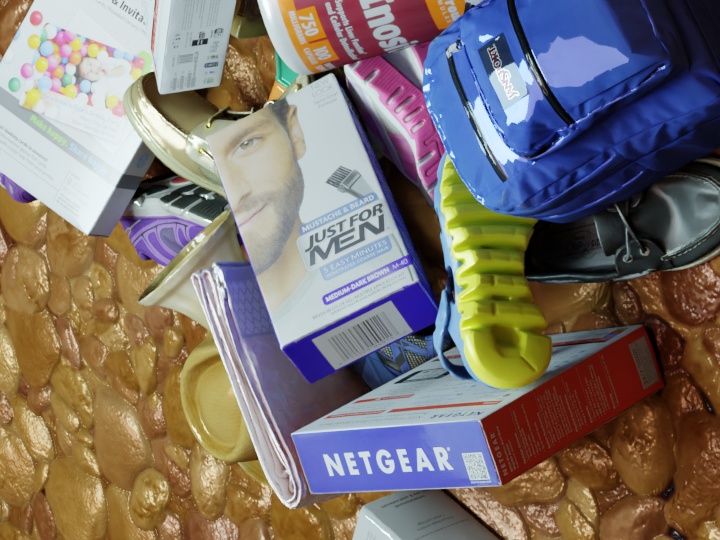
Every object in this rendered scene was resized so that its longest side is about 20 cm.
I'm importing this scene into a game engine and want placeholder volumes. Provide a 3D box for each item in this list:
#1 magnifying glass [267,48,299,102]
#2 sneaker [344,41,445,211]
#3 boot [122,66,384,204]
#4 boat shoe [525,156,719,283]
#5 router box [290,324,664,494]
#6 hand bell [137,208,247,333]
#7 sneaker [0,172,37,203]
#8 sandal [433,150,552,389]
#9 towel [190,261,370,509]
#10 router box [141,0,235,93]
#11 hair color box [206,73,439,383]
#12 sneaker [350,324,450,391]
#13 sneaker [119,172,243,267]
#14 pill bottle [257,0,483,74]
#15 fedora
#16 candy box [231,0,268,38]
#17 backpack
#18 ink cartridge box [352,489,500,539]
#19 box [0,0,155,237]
[{"bbox_3d":[-0.050,-0.163,1.717,0.080,0.022,0.200,36,133,16],"label":"magnifying glass"},{"bbox_3d":[0.056,-0.102,1.588,0.200,0.081,0.088,58,171,10],"label":"sneaker"},{"bbox_3d":[-0.078,-0.120,1.698,0.200,0.073,0.155,40,133,2],"label":"boot"},{"bbox_3d":[0.175,-0.029,1.483,0.199,0.066,0.075,-9,96,49],"label":"boat shoe"},{"bbox_3d":[0.081,0.099,1.540,0.200,0.179,0.049,-9,103,49],"label":"router box"},{"bbox_3d":[-0.068,0.057,1.715,0.200,0.104,0.104,45,138,-8],"label":"hand bell"},{"bbox_3d":[-0.252,-0.098,1.932,0.200,0.080,0.089,-35,83,46],"label":"sneaker"},{"bbox_3d":[0.081,-0.004,1.497,0.087,0.079,0.200,131,145,-61],"label":"sandal"},{"bbox_3d":[-0.034,0.079,1.658,0.032,0.200,0.191,-26,80,28],"label":"towel"},{"bbox_3d":[-0.136,-0.252,1.592,0.200,0.049,0.180,113,146,-70],"label":"router box"},{"bbox_3d":[-0.028,-0.032,1.557,0.109,0.065,0.200,-26,54,6],"label":"hair color box"},{"bbox_3d":[0.000,0.000,1.665,0.078,0.075,0.200,-28,109,28],"label":"sneaker"},{"bbox_3d":[-0.133,-0.037,1.834,0.200,0.081,0.084,5,119,56],"label":"sneaker"},{"bbox_3d":[0.034,-0.212,1.493,0.200,0.113,0.113,-15,91,15],"label":"pill bottle"},{"bbox_3d":[-0.091,0.098,1.805,0.200,0.082,0.201,17,114,43],"label":"fedora"},{"bbox_3d":[-0.128,-0.285,1.747,0.200,0.056,0.117,39,127,32],"label":"candy box"},{"bbox_3d":[0.136,-0.130,1.400,0.200,0.168,0.163,-32,68,32],"label":"backpack"},{"bbox_3d":[0.077,0.283,1.678,0.200,0.084,0.146,38,128,34],"label":"ink cartridge box"},{"bbox_3d":[-0.228,-0.152,1.830,0.156,0.041,0.200,36,101,19],"label":"box"}]
